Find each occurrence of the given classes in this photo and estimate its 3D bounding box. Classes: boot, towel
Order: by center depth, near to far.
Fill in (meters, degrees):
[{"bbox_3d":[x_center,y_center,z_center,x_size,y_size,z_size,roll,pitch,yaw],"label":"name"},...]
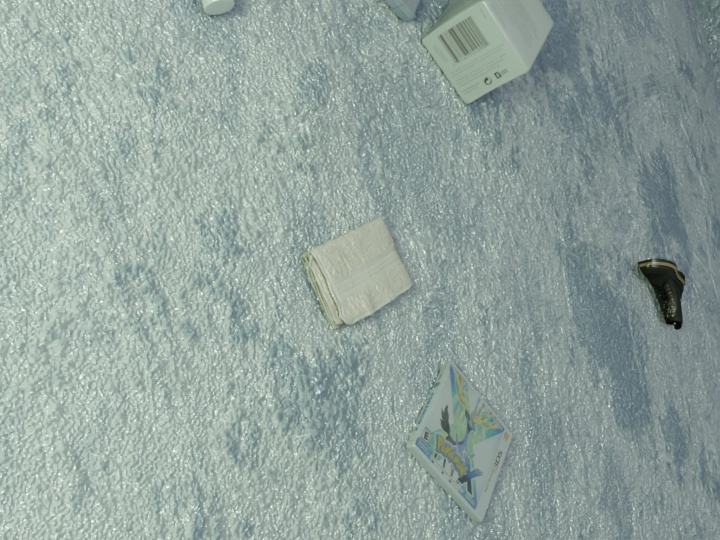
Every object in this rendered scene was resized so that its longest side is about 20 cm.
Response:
[{"bbox_3d":[0.000,0.000,1.164,0.199,0.034,0.134,-30,98,-45],"label":"towel"},{"bbox_3d":[0.769,0.058,1.854,0.198,0.077,0.140,21,67,-36],"label":"boot"}]

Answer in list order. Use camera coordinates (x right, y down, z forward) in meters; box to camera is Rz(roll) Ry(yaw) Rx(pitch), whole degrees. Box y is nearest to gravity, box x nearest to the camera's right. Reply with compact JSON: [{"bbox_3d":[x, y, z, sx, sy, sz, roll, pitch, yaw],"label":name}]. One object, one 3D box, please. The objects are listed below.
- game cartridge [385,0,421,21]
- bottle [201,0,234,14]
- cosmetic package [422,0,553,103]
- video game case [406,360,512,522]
[{"bbox_3d":[0.058,-0.583,1.392,0.200,0.041,0.134,48,52,-35],"label":"game cartridge"},{"bbox_3d":[-0.233,-0.482,1.081,0.083,0.065,0.203,-11,84,-46],"label":"bottle"},{"bbox_3d":[0.260,-0.482,1.481,0.165,0.164,0.201,49,50,-20],"label":"cosmetic package"},{"bbox_3d":[0.173,0.287,1.242,0.200,0.022,0.183,49,48,-20],"label":"video game case"}]
